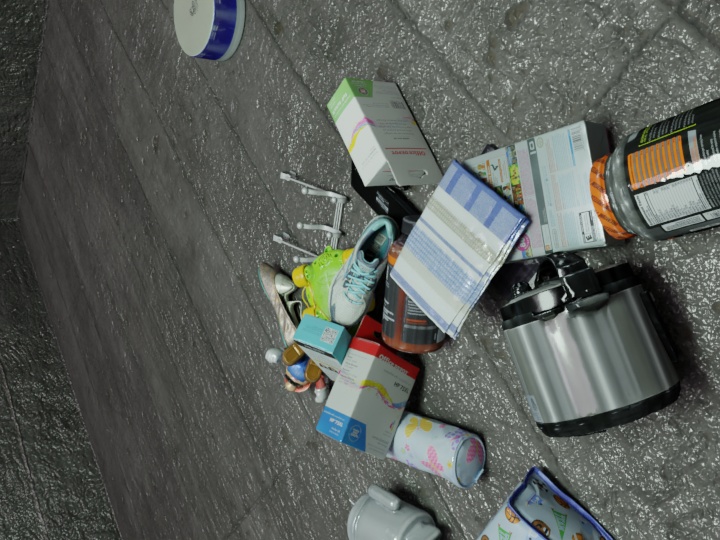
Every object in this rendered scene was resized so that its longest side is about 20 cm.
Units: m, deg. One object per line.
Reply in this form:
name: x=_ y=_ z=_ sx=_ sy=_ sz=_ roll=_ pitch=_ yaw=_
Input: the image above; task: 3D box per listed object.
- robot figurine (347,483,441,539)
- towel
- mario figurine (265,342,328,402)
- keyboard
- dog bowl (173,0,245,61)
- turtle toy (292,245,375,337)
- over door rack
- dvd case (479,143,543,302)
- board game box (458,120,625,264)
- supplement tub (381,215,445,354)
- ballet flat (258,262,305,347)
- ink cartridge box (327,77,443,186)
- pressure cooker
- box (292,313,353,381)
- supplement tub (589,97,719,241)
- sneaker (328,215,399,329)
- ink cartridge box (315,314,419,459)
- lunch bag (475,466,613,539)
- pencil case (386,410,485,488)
robot figurine: x=0.054 y=0.460 z=1.074 sx=0.198 sy=0.112 sz=0.173 roll=3 pitch=105 yaw=49
towel: x=0.128 y=-0.027 z=0.837 sx=0.147 sy=0.024 sz=0.202 roll=45 pitch=120 yaw=31
mario figurine: x=-0.121 y=0.206 z=1.200 sx=0.200 sy=0.104 sz=0.126 roll=111 pitch=141 yaw=-72
keyboard: x=0.052 y=-0.130 z=1.047 sx=0.200 sy=0.039 sz=0.105 roll=49 pitch=153 yaw=30
dog bowl: x=-0.343 y=-0.582 z=1.378 sx=0.198 sy=0.078 sz=0.204 roll=10 pitch=104 yaw=48
turtle toy: x=-0.030 y=0.053 z=1.108 sx=0.144 sy=0.101 sz=0.204 roll=-16 pitch=86 yaw=25
over door rack: x=-0.113 y=-0.098 z=1.207 sx=0.199 sy=0.066 sz=0.151 roll=29 pitch=117 yaw=42
dvd case: x=0.209 y=-0.060 z=0.880 sx=0.201 sy=0.016 sz=0.150 roll=54 pitch=131 yaw=30
board game box: x=0.226 y=-0.091 z=0.798 sx=0.198 sy=0.064 sz=0.151 roll=-10 pitch=87 yaw=46
supplement tub: x=0.091 y=0.020 z=0.959 sx=0.106 sy=0.106 sz=0.204 roll=22 pitch=114 yaw=44
ballet flat: x=-0.152 y=0.065 z=1.293 sx=0.067 sy=0.068 sz=0.203 roll=-28 pitch=80 yaw=27
ink cartridge box: x=0.040 y=-0.202 z=0.973 sx=0.067 sy=0.116 sz=0.203 roll=-42 pitch=65 yaw=44
pressure cooker: x=0.260 y=0.076 z=0.724 sx=0.175 sy=0.176 sz=0.203 roll=-31 pitch=74 yaw=50
box: x=-0.040 y=0.148 z=1.063 sx=0.081 sy=0.201 sz=0.050 roll=17 pitch=67 yaw=26
supplement tub: x=0.350 y=-0.104 z=0.631 sx=0.198 sy=0.121 sz=0.125 roll=-18 pitch=83 yaw=49
sneaker: x=0.000 y=0.000 z=0.994 sx=0.076 sy=0.086 sz=0.203 roll=23 pitch=90 yaw=2
ink cartridge box: x=0.022 y=0.190 z=1.003 sx=0.067 sy=0.116 sz=0.203 roll=10 pitch=72 yaw=47
lunch bag: x=0.258 y=0.411 z=0.832 sx=0.199 sy=0.123 sz=0.172 roll=39 pitch=125 yaw=21
pencil case: x=0.108 y=0.290 z=1.007 sx=0.198 sy=0.083 sz=0.092 roll=3 pitch=118 yaw=49
